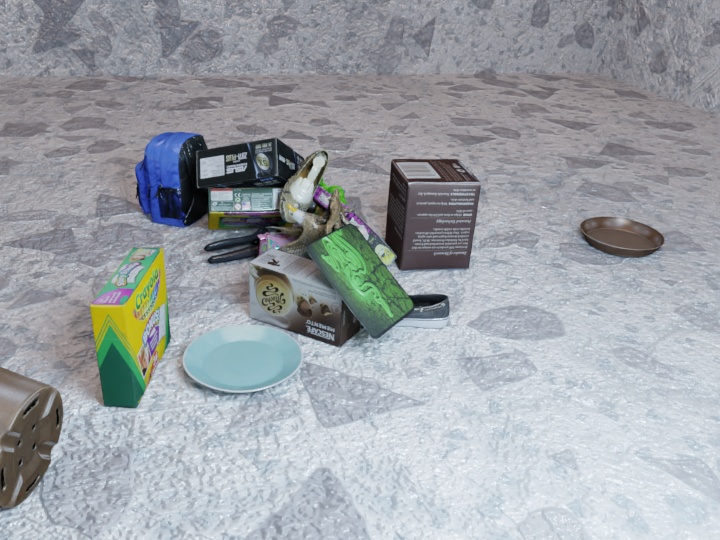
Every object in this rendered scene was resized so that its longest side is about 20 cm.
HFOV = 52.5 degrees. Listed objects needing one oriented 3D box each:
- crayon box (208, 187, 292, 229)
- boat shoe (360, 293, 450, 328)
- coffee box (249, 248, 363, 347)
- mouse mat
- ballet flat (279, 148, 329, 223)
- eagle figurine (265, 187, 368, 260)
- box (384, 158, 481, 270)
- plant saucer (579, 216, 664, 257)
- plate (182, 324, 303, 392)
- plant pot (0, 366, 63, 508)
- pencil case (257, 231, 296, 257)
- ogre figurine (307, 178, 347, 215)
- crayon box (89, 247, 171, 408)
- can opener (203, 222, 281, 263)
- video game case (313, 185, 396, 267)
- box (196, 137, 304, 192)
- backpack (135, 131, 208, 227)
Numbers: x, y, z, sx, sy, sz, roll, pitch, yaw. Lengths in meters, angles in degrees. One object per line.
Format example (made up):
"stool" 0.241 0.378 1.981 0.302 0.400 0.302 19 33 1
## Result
"crayon box" -0.241 -0.138 1.638 0.196 0.060 0.172 -2 -7 -13
"boat shoe" 0.072 0.065 1.361 0.196 0.067 0.070 5 26 2
"coffee box" -0.100 0.047 1.323 0.197 0.115 0.080 16 28 23
"mouse mat" 0.004 0.014 1.279 0.201 0.008 0.160 52 37 6
"ballet flat" -0.114 -0.189 1.541 0.067 0.075 0.202 34 50 -12
"eagle figurine" -0.100 -0.069 1.419 0.151 0.200 0.152 -17 71 -52
"box" 0.153 -0.126 1.608 0.161 0.203 0.166 -2 26 -12
"plant saucer" 0.628 -0.078 1.764 0.196 0.035 0.201 3 25 -2
"plate" -0.192 0.149 1.205 0.196 0.026 0.201 2 27 -1
"plant pot" -0.495 0.193 0.904 0.195 0.203 0.201 14 27 5
"pencil case" -0.121 -0.046 1.546 0.196 0.089 0.088 -7 27 -22
"ogre figurine" -0.118 -0.174 1.804 0.196 0.099 0.121 -5 41 18
"crayon box" -0.354 0.083 1.148 0.057 0.176 0.201 3 26 0
"can opener" -0.244 -0.053 1.588 0.198 0.079 0.064 -21 73 -35
"video game case" -0.026 -0.106 1.603 0.036 0.181 0.200 -47 40 -2
"box" -0.243 -0.220 1.643 0.196 0.088 0.164 -6 -9 16
"backpack" -0.447 -0.226 1.734 0.164 0.203 0.163 8 27 9
